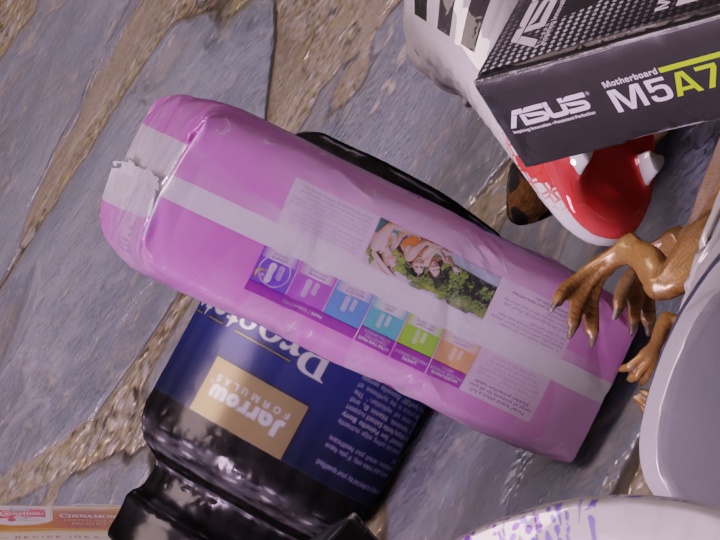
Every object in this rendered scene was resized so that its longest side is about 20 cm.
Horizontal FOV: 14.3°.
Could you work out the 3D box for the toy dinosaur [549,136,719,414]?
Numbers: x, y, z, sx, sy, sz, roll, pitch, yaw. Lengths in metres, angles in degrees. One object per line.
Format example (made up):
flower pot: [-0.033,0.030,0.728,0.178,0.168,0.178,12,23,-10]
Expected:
toy dinosaur: [0.131,-0.009,1.057,0.106,0.060,0.201,-15,55,40]

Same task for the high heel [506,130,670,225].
high heel: [0.130,-0.097,1.138,0.200,0.071,0.143,-56,17,-2]

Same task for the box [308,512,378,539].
box: [-0.080,0.180,0.961,0.159,0.046,0.200,-35,9,45]

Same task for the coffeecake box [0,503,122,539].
coffeecake box: [-0.134,0.215,1.271,0.200,0.073,0.154,-112,25,-66]

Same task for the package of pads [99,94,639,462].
package of pads: [0.000,0.000,1.136,0.076,0.199,0.120,-64,15,3]

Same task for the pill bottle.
pill bottle: [-0.027,0.049,1.270,0.201,0.112,0.112,-62,19,-3]

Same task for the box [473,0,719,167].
box: [0.156,-0.130,1.004,0.192,0.048,0.200,-11,35,36]

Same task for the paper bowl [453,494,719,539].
paper bowl: [0.081,0.162,0.751,0.201,0.200,0.104,-59,-25,5]

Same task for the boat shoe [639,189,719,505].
boat shoe: [0.144,-0.003,0.970,0.201,0.072,0.066,-65,17,-16]

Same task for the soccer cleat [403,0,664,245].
soccer cleat: [0.059,-0.086,1.143,0.085,0.068,0.201,-45,55,40]
